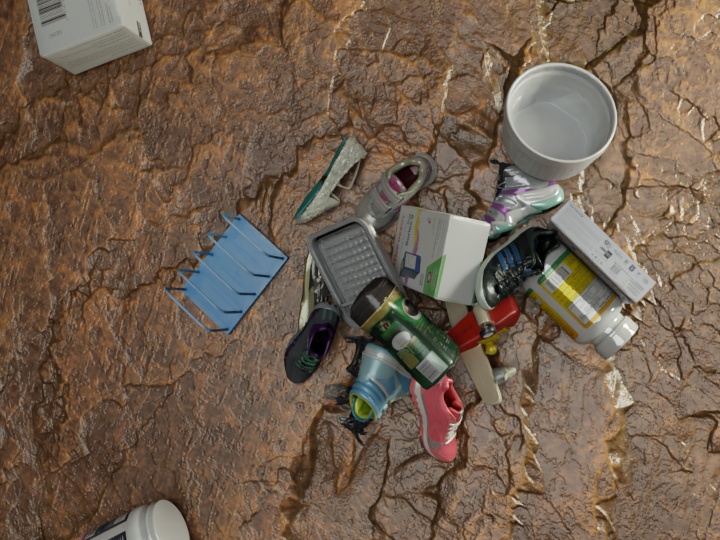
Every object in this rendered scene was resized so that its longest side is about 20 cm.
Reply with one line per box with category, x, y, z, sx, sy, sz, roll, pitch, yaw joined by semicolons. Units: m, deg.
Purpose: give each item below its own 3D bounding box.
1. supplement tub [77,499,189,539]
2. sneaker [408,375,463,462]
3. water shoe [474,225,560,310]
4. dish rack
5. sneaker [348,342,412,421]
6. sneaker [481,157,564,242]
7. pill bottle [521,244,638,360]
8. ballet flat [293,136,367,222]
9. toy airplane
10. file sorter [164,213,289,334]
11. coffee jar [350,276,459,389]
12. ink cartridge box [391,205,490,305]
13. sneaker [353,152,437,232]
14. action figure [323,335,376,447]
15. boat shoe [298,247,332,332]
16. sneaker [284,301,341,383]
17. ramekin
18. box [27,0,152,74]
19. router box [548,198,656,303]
supplement tub;-0.454;0.554;1.620;0.198;0.140;0.142;-28;82;10
sneaker;0.151;0.273;1.491;0.086;0.074;0.203;1;120;38
water shoe;0.268;-0.011;1.400;0.200;0.078;0.072;-49;119;-29
dish rack;0.000;0.000;1.514;0.171;0.043;0.202;-19;102;47
sneaker;0.043;0.225;1.491;0.079;0.200;0.132;15;72;39
sneaker;0.264;-0.143;1.527;0.198;0.078;0.141;-28;81;1
pill bottle;0.394;0.059;1.465;0.200;0.113;0.113;45;97;11
ballet flat;-0.053;-0.167;1.600;0.071;0.072;0.201;35;95;11
toy airplane;0.209;0.124;1.506;0.198;0.140;0.203;21;104;50
file sorter;-0.268;0.006;1.610;0.138;0.123;0.201;40;97;12
coffee jar;0.074;0.104;1.412;0.200;0.104;0.085;44;113;-1
ink cartridge box;0.136;-0.032;1.473;0.086;0.200;0.148;9;96;-22
sneaker;0.058;-0.152;1.560;0.081;0.088;0.200;44;97;10
action figure;-0.017;0.229;1.553;0.100;0.119;0.203;4;79;2
boat shoe;-0.079;0.036;1.598;0.064;0.073;0.203;8;99;8
sneaker;-0.099;0.154;1.549;0.073;0.088;0.202;20;122;-10
ramekin;0.346;-0.258;1.466;0.197;0.105;0.203;1;69;-3
box;-0.565;-0.545;1.693;0.197;0.131;0.202;-17;84;11
router box;0.415;-0.029;1.430;0.049;0.179;0.200;-45;80;7
